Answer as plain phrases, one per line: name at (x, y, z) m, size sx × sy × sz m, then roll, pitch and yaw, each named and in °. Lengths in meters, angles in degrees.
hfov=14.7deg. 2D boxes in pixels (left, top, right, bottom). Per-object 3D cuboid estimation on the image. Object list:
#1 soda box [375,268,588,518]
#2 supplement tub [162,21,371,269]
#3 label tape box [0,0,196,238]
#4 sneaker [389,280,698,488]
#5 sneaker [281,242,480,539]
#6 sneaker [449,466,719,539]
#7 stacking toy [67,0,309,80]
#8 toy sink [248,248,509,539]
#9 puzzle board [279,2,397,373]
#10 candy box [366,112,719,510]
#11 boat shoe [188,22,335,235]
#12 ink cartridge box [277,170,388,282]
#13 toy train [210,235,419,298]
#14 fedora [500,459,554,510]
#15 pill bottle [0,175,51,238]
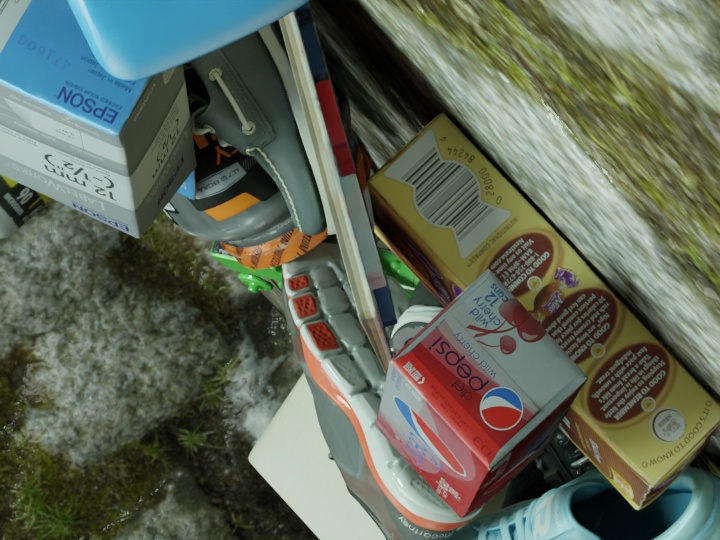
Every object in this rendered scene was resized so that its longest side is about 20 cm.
soda box at (0.053, 0.062, 1.308) m, size 0.070 × 0.063 × 0.200 m, roll 47°, pitch 171°, yaw 8°
supplement tub at (-0.088, -0.102, 1.511) m, size 0.200 × 0.122 × 0.122 m, roll 49°, pitch 175°, yaw -29°
label tape box at (-0.161, -0.080, 1.391) m, size 0.143 × 0.066 × 0.200 m, roll 24°, pitch 159°, yaw 9°
sneaker at (0.107, 0.060, 1.483) m, size 0.200 × 0.080 × 0.074 m, roll 36°, pitch 138°, yaw -21°
sneaker at (-0.003, 0.075, 1.517) m, size 0.082 × 0.077 × 0.201 m, roll -62°, pitch 40°, yaw 42°
sneaker at (0.107, 0.135, 1.458) m, size 0.082 × 0.199 × 0.074 m, roll 46°, pitch -145°, yaw -46°
stacking toy at (-0.079, -0.162, 1.178) m, size 0.200 × 0.109 × 0.117 m, roll -106°, pitch -10°, yaw -76°
toy sink at (0.052, 0.079, 1.669) m, size 0.130 × 0.201 × 0.112 m, roll 44°, pitch -156°, yaw 26°
puzzle board at (-0.012, -0.059, 1.339) m, size 0.151 × 0.017 × 0.201 m, roll 65°, pitch -170°, yaw -78°
candy box at (0.089, 0.023, 1.361) m, size 0.200 × 0.056 × 0.117 m, roll 45°, pitch 174°, yaw 10°
boat shoe at (-0.063, -0.098, 1.414) m, size 0.073 × 0.061 × 0.201 m, roll -104°, pitch -7°, yaw -59°
ink cartridge box at (-0.053, -0.059, 1.778) m, size 0.147 × 0.083 × 0.200 m, roll 44°, pitch 174°, yaw 28°
toy train at (0.000, 0.000, 1.599) m, size 0.199 × 0.042 × 0.056 m, roll 11°, pitch 164°, yaw 34°
fedora at (0.125, 0.159, 1.575) m, size 0.201 × 0.199 × 0.092 m, roll 40°, pitch 143°, yaw 55°
pill bottle at (-0.178, -0.124, 1.666) m, size 0.114 × 0.200 × 0.114 m, roll 47°, pitch 176°, yaw 5°
